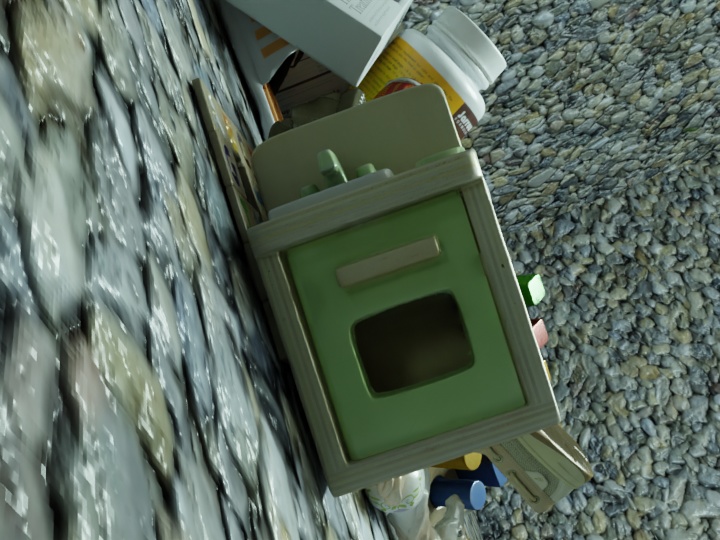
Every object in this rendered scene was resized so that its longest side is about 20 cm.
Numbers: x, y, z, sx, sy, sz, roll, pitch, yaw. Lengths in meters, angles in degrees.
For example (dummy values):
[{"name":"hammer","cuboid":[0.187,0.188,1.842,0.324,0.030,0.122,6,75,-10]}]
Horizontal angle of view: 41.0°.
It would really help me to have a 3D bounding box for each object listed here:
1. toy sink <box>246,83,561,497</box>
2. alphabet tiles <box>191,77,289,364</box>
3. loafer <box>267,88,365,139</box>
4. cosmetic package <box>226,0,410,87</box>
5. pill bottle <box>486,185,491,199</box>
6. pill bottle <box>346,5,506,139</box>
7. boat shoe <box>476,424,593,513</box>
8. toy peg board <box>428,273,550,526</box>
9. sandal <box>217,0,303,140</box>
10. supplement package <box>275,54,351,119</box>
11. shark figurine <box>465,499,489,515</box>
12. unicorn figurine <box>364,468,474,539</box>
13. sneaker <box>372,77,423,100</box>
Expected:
[{"name":"toy sink","cuboid":[0.016,0.001,0.538,0.112,0.128,0.204,-8,80,-86]},{"name":"alphabet tiles","cuboid":[-0.054,-0.012,0.624,0.200,0.007,0.170,55,16,-77]},{"name":"loafer","cuboid":[-0.035,-0.070,0.696,0.201,0.066,0.077,-70,152,-61]},{"name":"cosmetic package","cuboid":[-0.035,-0.244,0.815,0.149,0.052,0.201,30,30,-4]},{"name":"pill bottle","cuboid":[0.055,-0.050,1.107,0.199,0.115,0.119,-32,-103,60]},{"name":"pill bottle","cuboid":[0.040,-0.143,0.892,0.109,0.200,0.109,43,6,-6]},{"name":"boat shoe","cuboid":[0.091,0.112,0.742,0.199,0.065,0.072,42,17,-14]},{"name":"toy peg board","cuboid":[0.107,0.111,0.867,0.199,0.097,0.203,-35,111,-42]},{"name":"sandal","cuboid":[-0.071,-0.172,0.840,0.079,0.058,0.210,-95,165,-82]},{"name":"supplement package","cuboid":[-0.039,-0.179,0.983,0.115,0.108,0.202,-107,175,-51]},{"name":"shark figurine","cuboid":[0.065,0.197,1.008,0.090,0.125,0.219,-52,144,-57]},{"name":"unicorn figurine","cuboid":[0.034,0.148,0.710,0.199,0.073,0.140,31,43,-62]},{"name":"sneaker","cuboid":[0.028,-0.043,0.721,0.078,0.072,0.203,-54,143,-39]}]
